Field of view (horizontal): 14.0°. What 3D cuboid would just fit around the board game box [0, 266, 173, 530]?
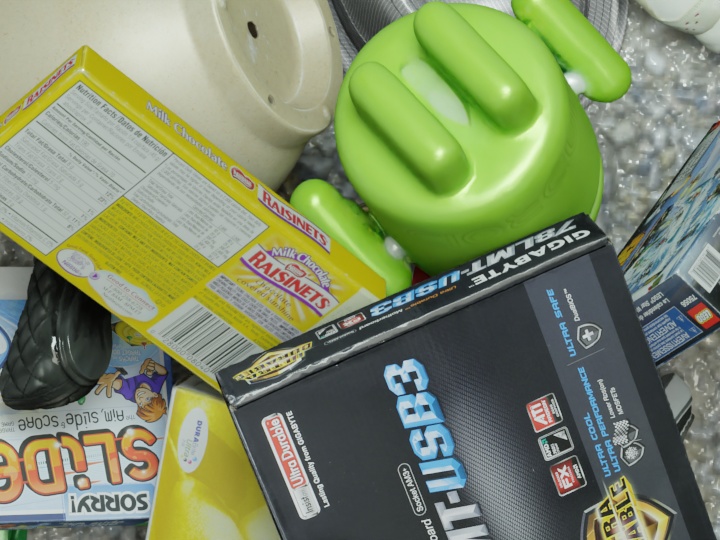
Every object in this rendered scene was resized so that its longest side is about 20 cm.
[{"bbox_3d":[-0.193,0.067,1.510,0.199,0.034,0.136,0,77,-28],"label":"board game box"}]

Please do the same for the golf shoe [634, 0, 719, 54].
[{"bbox_3d":[0.201,-0.220,1.560,0.091,0.075,0.201,20,89,-13],"label":"golf shoe"}]

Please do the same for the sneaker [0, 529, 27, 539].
[{"bbox_3d":[-0.217,0.166,1.545,0.083,0.074,0.200,35,89,-1],"label":"sneaker"}]

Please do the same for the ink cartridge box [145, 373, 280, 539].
[{"bbox_3d":[-0.017,0.173,1.488,0.199,0.047,0.199,16,105,17],"label":"ink cartridge box"}]

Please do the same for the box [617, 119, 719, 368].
[{"bbox_3d":[0.184,-0.027,1.497,0.040,0.137,0.200,43,57,-6],"label":"box"}]

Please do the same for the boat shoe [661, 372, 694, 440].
[{"bbox_3d":[0.125,0.139,1.551,0.057,0.069,0.200,43,61,-7],"label":"boat shoe"}]

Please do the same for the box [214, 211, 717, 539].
[{"bbox_3d":[0.056,0.100,1.414,0.198,0.050,0.201,-23,112,-6],"label":"box"}]

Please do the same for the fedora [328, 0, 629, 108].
[{"bbox_3d":[0.056,-0.157,1.545,0.176,0.090,0.201,-25,94,-3],"label":"fedora"}]

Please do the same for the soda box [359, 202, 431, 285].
[{"bbox_3d":[0.000,0.000,1.561,0.199,0.064,0.068,-17,93,-3],"label":"soda box"}]

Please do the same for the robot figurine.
[{"bbox_3d":[0.056,-0.057,1.443,0.175,0.200,0.116,-45,67,-1],"label":"robot figurine"}]

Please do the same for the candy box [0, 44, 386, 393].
[{"bbox_3d":[-0.092,-0.017,1.398,0.102,0.026,0.200,-37,121,26],"label":"candy box"}]

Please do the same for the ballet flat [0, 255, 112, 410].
[{"bbox_3d":[-0.150,-0.016,1.508,0.057,0.201,0.066,-17,134,27],"label":"ballet flat"}]

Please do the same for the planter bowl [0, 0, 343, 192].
[{"bbox_3d":[-0.093,-0.104,1.461,0.134,0.200,0.201,-18,95,27],"label":"planter bowl"}]
